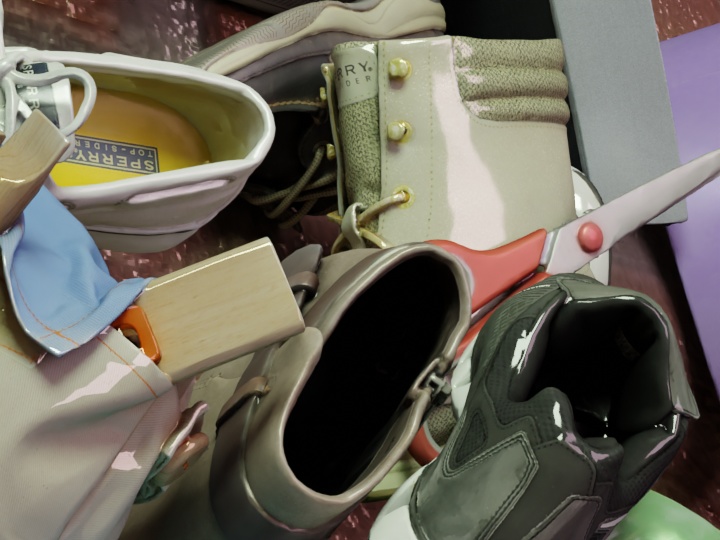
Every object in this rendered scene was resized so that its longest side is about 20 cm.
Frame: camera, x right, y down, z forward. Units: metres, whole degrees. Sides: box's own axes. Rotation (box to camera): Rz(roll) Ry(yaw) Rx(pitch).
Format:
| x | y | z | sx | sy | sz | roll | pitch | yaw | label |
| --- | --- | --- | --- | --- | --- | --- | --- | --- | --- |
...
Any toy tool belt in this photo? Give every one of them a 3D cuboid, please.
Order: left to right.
| x | y | z | sx | sy | sz | roll | pitch | yaw | label |
| --- | --- | --- | --- | --- | --- | --- | --- | --- | --- |
| -0.118 | -0.011 | 0.763 | 0.200 | 0.123 | 0.125 | 42 | 3 | 16 | toy tool belt |

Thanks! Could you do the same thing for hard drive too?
| x | y | z | sx | sy | sz | roll | pitch | yaw | label |
| --- | --- | --- | --- | --- | --- | --- | --- | --- | --- |
| 0.065 | -0.111 | 1.120 | 0.042 | 0.135 | 0.201 | -15 | 96 | -26 | hard drive |

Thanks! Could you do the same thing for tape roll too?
| x | y | z | sx | sy | sz | roll | pitch | yaw | label |
| --- | --- | --- | --- | --- | --- | --- | --- | --- | --- |
| 0.179 | -0.009 | 1.189 | 0.200 | 0.085 | 0.201 | -17 | 90 | -81 | tape roll |

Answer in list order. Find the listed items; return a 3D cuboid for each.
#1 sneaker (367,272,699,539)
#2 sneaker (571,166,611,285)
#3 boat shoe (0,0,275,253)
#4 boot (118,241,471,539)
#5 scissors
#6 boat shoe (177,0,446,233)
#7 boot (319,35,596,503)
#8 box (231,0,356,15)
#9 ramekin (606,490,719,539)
| x | y | z | sx | sy | sz | roll | pitch | yaw | label |
| --- | --- | --- | --- | --- | --- | --- | --- | --- | --- |
| 0.065 | 0.036 | 0.807 | 0.066 | 0.091 | 0.200 | 38 | 26 | 0 | sneaker |
| 0.036 | 0.059 | 1.052 | 0.115 | 0.076 | 0.201 | 0 | 80 | -25 | sneaker |
| -0.111 | -0.046 | 0.858 | 0.201 | 0.086 | 0.075 | 6 | 64 | -36 | boat shoe |
| -0.041 | 0.077 | 0.803 | 0.070 | 0.146 | 0.201 | 33 | 61 | -12 | boot |
| 0.066 | -0.011 | 0.954 | 0.200 | 0.014 | 0.073 | -45 | 105 | -26 | scissors |
| -0.017 | -0.057 | 1.034 | 0.200 | 0.074 | 0.074 | -24 | 90 | -53 | boat shoe |
| 0.000 | 0.000 | 0.960 | 0.199 | 0.072 | 0.156 | -11 | 92 | -31 | boot |
| -0.055 | -0.161 | 1.035 | 0.200 | 0.095 | 0.078 | 14 | 56 | -51 | box |
| 0.051 | 0.171 | 0.873 | 0.098 | 0.200 | 0.201 | -22 | 86 | -49 | ramekin |
